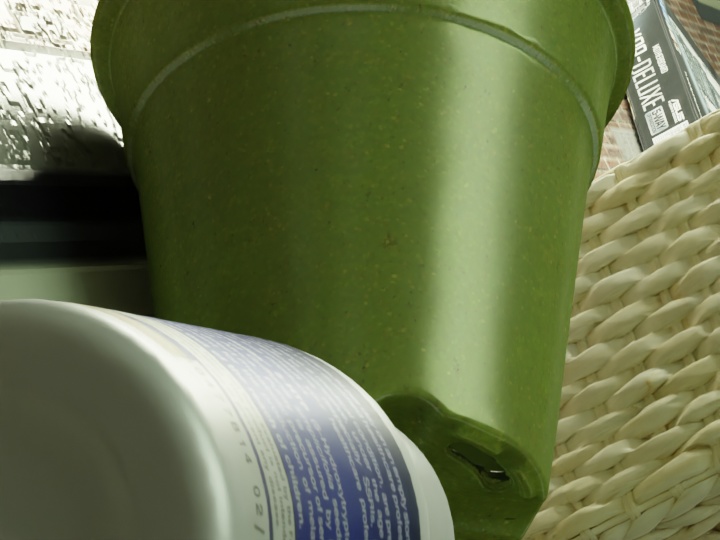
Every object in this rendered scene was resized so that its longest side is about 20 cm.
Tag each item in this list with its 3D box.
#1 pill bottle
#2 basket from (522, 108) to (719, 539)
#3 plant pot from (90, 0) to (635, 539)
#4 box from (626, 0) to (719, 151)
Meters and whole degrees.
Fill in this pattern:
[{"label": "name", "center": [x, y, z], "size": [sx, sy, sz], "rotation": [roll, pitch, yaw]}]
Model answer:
[{"label": "pill bottle", "center": [-0.049, 0.075, 0.714], "size": [0.120, 0.119, 0.200], "rotation": [66, 18, 15]}, {"label": "basket", "center": [0.141, 0.072, 1.132], "size": [0.161, 0.200, 0.199], "rotation": [48, 21, -41]}, {"label": "plant pot", "center": [0.000, 0.000, 0.914], "size": [0.200, 0.199, 0.191], "rotation": [44, 38, -46]}, {"label": "box", "center": [0.252, -0.100, 1.990], "size": [0.158, 0.050, 0.200], "rotation": [46, 23, -43]}]
